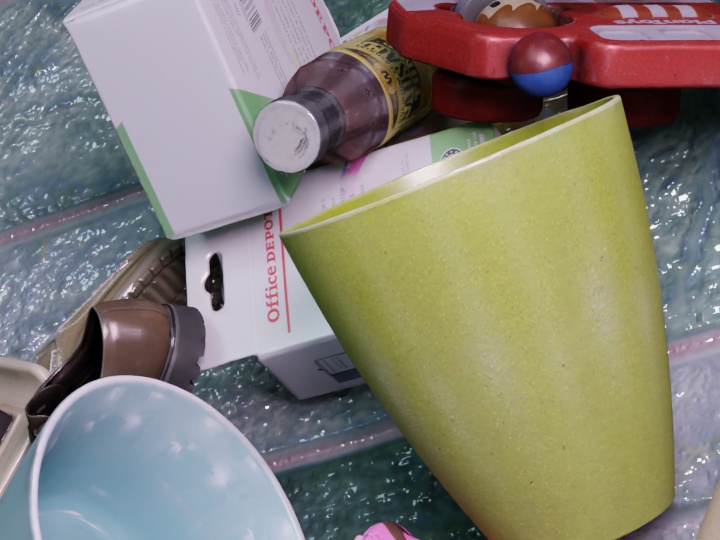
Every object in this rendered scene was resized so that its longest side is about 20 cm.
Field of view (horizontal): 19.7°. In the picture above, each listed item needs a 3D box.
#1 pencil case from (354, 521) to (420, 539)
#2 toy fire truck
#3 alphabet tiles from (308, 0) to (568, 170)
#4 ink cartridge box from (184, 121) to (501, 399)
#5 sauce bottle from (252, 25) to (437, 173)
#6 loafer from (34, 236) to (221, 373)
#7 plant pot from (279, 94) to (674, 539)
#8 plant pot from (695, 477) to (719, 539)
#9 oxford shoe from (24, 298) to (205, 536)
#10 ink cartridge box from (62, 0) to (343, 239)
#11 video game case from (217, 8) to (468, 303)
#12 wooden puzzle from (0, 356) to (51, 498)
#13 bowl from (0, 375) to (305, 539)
[{"bbox_3d":[0.070,0.188,1.025,0.199,0.094,0.091,16,66,40],"label":"pencil case"},{"bbox_3d":[0.120,-0.129,1.134,0.198,0.113,0.168,0,15,-10],"label":"toy fire truck"},{"bbox_3d":[0.048,-0.123,1.306,0.199,0.008,0.168,-15,51,22],"label":"alphabet tiles"},{"bbox_3d":[0.000,0.000,1.213,0.199,0.067,0.118,-15,59,17],"label":"ink cartridge box"},{"bbox_3d":[-0.006,-0.096,1.196,0.066,0.066,0.200,-14,12,22],"label":"sauce bottle"},{"bbox_3d":[-0.163,0.056,1.280,0.067,0.076,0.201,25,75,48],"label":"loafer"},{"bbox_3d":[0.081,0.039,1.053,0.186,0.201,0.187,-22,4,2],"label":"plant pot"},{"bbox_3d":[0.239,0.105,0.942,0.200,0.187,0.187,-51,45,8],"label":"plant pot"},{"bbox_3d":[-0.165,0.102,1.204,0.073,0.084,0.201,46,119,56],"label":"oxford shoe"},{"bbox_3d":[-0.083,-0.131,1.238,0.087,0.146,0.200,-16,22,21],"label":"ink cartridge box"},{"bbox_3d":[-0.016,-0.071,1.327,0.199,0.023,0.183,-30,46,8],"label":"video game case"},{"bbox_3d":[-0.276,0.141,1.268,0.184,0.037,0.201,4,66,53],"label":"wooden puzzle"},{"bbox_3d":[-0.129,0.169,1.116,0.105,0.200,0.202,-31,42,34],"label":"bowl"}]
